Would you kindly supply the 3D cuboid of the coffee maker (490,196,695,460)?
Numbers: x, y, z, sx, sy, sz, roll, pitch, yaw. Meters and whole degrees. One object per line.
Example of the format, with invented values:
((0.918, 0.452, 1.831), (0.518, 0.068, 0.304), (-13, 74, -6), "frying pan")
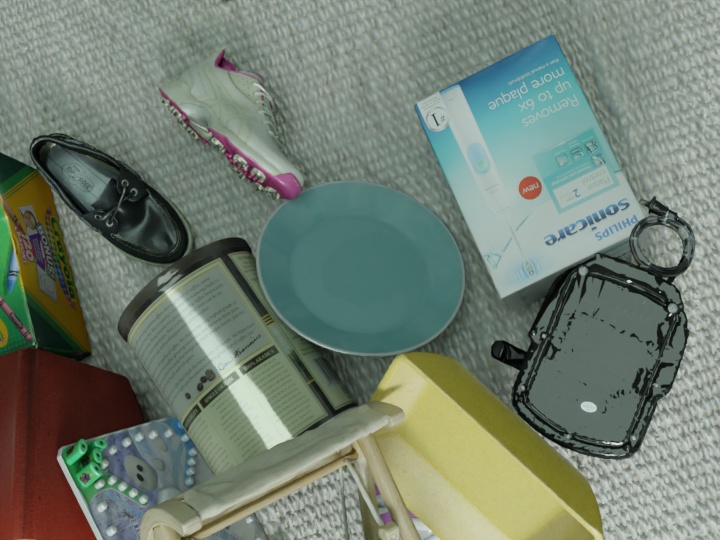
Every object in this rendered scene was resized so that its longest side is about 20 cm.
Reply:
((0.213, 0.062, 0.924), (0.192, 0.200, 0.135), (-44, 78, 3), "coffee maker")

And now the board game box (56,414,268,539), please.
((-0.151, 0.222, 0.977), (0.026, 0.199, 0.202), (-36, 77, 24), "board game box")

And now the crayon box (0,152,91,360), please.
((-0.337, -0.007, 1.088), (0.057, 0.119, 0.203), (-19, 79, 8), "crayon box")

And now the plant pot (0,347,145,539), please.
((-0.300, 0.183, 1.006), (0.197, 0.199, 0.179), (-18, 65, 27), "plant pot")

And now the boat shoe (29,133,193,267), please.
((-0.254, -0.075, 1.107), (0.199, 0.066, 0.075), (42, 91, 14), "boat shoe")

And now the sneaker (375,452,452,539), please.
((0.028, 0.253, 0.998), (0.140, 0.078, 0.200), (-45, 76, 2), "sneaker")

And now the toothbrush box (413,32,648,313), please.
((0.155, -0.086, 1.009), (0.144, 0.085, 0.203), (-24, 75, 7), "toothbrush box")

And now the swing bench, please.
((-0.050, 0.228, 0.855), (0.197, 0.129, 0.203), (-21, 98, -31), "swing bench")

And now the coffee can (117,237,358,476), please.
((-0.109, 0.094, 1.012), (0.146, 0.146, 0.201), (-37, 77, 4), "coffee can")

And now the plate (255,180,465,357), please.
((0.000, 0.000, 1.025), (0.196, 0.026, 0.203), (5, 53, -6), "plate")

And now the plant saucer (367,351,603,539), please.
((0.092, 0.159, 0.884), (0.200, 0.201, 0.048), (43, 60, 10), "plant saucer")

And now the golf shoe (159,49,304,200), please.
((-0.112, -0.147, 1.072), (0.092, 0.076, 0.200), (-44, 61, -9), "golf shoe")
